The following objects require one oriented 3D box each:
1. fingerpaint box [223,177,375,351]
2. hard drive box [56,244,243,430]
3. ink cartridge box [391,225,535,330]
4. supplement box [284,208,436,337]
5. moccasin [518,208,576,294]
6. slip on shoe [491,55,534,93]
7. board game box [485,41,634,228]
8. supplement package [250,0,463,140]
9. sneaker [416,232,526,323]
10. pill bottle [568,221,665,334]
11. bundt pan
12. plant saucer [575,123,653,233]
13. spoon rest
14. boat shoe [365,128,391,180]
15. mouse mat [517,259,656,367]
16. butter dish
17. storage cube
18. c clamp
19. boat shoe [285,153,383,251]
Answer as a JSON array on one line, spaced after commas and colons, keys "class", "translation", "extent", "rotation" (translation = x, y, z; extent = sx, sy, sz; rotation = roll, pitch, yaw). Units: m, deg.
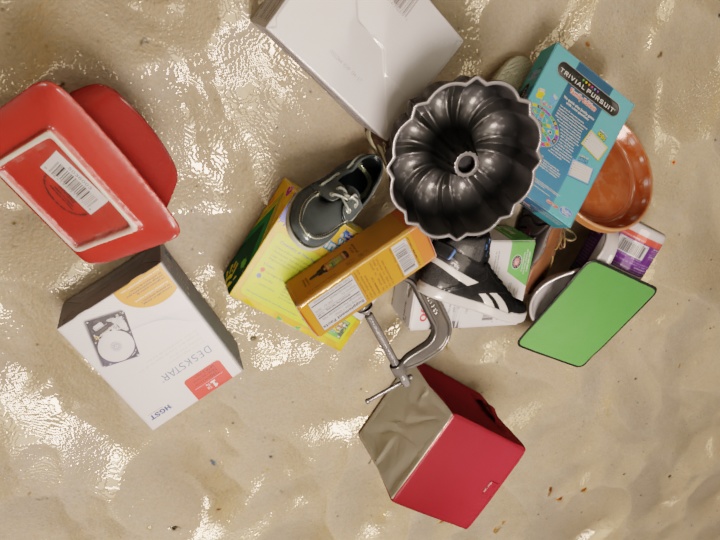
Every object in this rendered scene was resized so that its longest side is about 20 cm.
[{"class": "fingerpaint box", "translation": [-0.068, -0.004, 0.860], "extent": [0.198, 0.073, 0.168], "rotation": [30, 100, -30]}, {"class": "hard drive box", "translation": [-0.278, 0.090, 0.818], "extent": [0.154, 0.077, 0.202], "rotation": [-33, 121, -4]}, {"class": "ink cartridge box", "translation": [0.159, 0.008, 0.947], "extent": [0.196, 0.084, 0.149], "rotation": [0, 113, -20]}, {"class": "supplement box", "translation": [0.000, 0.000, 0.808], "extent": [0.198, 0.067, 0.069], "rotation": [-32, 124, -5]}, {"class": "moccasin", "translation": [0.303, -0.055, 0.985], "extent": [0.077, 0.073, 0.205], "rotation": [-1, 110, -36]}, {"class": "slip on shoe", "translation": [0.196, -0.220, 0.879], "extent": [0.073, 0.061, 0.203], "rotation": [25, 89, -14]}, {"class": "board game box", "translation": [0.275, -0.186, 0.847], "extent": [0.149, 0.047, 0.202], "rotation": [31, 86, -14]}, {"class": "supplement package", "translation": [-0.005, -0.294, 0.734], "extent": [0.199, 0.111, 0.156], "rotation": [36, 98, -31]}, {"class": "sneaker", "translation": [0.182, 0.003, 0.864], "extent": [0.197, 0.073, 0.114], "rotation": [15, 99, -30]}, {"class": "pill bottle", "translation": [0.421, 0.004, 1.032], "extent": [0.110, 0.112, 0.203], "rotation": [16, 109, -26]}, {"class": "bundt pan", "translation": [0.119, -0.145, 0.743], "extent": [0.197, 0.076, 0.205], "rotation": [-6, 121, -10]}, {"class": "plant saucer", "translation": [0.369, -0.156, 0.936], "extent": [0.196, 0.032, 0.205], "rotation": [5, 74, -19]}, {"class": "spoon rest", "translation": [0.347, 0.010, 0.969], "extent": [0.098, 0.061, 0.202], "rotation": [24, 108, -24]}, {"class": "boat shoe", "translation": [0.078, -0.133, 0.856], "extent": [0.075, 0.075, 0.202], "rotation": [-43, 124, 1]}, {"class": "mouse mat", "translation": [0.373, 0.078, 0.995], "extent": [0.158, 0.008, 0.201], "rotation": [20, 123, -22]}, {"class": "butter dish", "translation": [-0.294, -0.129, 0.685], "extent": [0.197, 0.149, 0.201], "rotation": [-11, 127, 35]}, {"class": "storage cube", "translation": [0.131, 0.292, 1.013], "extent": [0.178, 0.171, 0.202], "rotation": [30, 100, -29]}, {"class": "c clamp", "translation": [0.052, 0.090, 0.884], "extent": [0.168, 0.027, 0.203], "rotation": [-25, 117, -4]}, {"class": "boat shoe", "translation": [-0.029, -0.097, 0.774], "extent": [0.061, 0.200, 0.073], "rotation": [-31, 102, 40]}]
